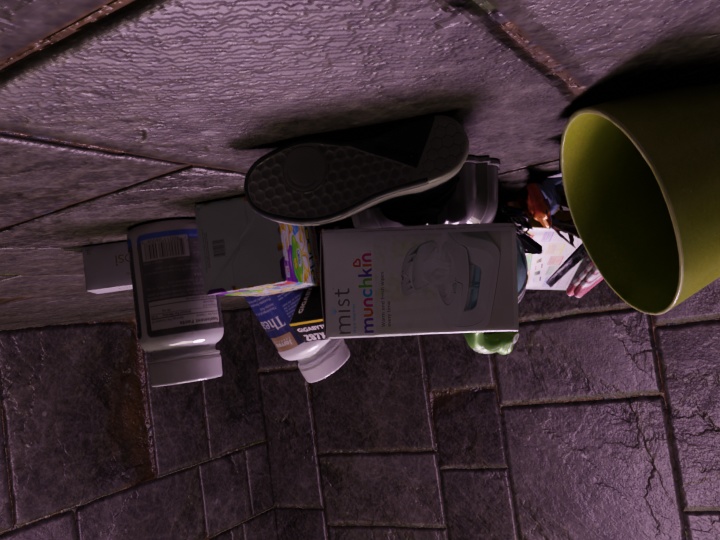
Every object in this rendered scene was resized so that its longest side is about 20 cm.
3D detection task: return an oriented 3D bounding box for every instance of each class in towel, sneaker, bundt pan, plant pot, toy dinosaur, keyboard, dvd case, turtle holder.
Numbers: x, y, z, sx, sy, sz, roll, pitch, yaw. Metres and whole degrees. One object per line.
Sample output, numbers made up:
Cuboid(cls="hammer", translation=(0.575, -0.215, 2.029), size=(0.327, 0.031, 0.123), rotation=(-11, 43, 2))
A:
Cuboid(cls="towel", translation=(0.360, -0.057, 0.973), size=(0.145, 0.030, 0.203), rotation=(-23, 147, -52))
Cuboid(cls="sneaker", translation=(0.000, -0.076, 0.673), size=(0.196, 0.079, 0.146), rotation=(-10, 173, 3))
Cuboid(cls="bundt pan", translation=(0.079, -0.075, 0.874), size=(0.196, 0.078, 0.202), rotation=(-9, 176, -1))
Cuboid(cls="plant pot", translation=(0.311, -0.089, 0.638), size=(0.196, 0.191, 0.187), rotation=(-23, 177, -5))
Cuboid(cls="toy dinosaur", translation=(0.255, -0.083, 1.002), size=(0.179, 0.108, 0.197), rotation=(10, 171, -43))
Cuboid(cls="keyboard", translation=(0.204, -0.077, 1.050), size=(0.198, 0.041, 0.103), rotation=(28, 167, -40))
Cuboid(cls="dvd case", translation=(0.360, -0.066, 1.051), size=(0.199, 0.016, 0.149), rotation=(-43, 169, -13))
Cuboid(cls="turtle holder", translation=(0.176, 0.017, 1.003), size=(0.129, 0.188, 0.141), rotation=(-18, 160, -32))

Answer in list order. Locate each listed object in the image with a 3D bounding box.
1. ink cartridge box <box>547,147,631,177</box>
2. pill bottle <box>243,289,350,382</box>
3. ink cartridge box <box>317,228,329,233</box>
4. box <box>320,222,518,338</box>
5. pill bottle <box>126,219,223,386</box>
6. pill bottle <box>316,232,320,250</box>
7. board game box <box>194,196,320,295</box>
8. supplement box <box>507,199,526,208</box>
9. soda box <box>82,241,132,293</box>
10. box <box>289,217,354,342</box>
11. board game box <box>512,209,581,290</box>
Cuboid(cls="ink cartridge box", translation=(0.299, -0.132, 0.817), size=(0.098, 0.040, 0.197), rotation=(-12, 176, 42))
Cuboid(cls="pill bottle", translation=(-0.098, 0.063, 1.090), size=(0.109, 0.203, 0.111), rotation=(-29, -169, 6))
Cuboid(cls="ink cartridge box", translation=(0.011, -0.052, 1.264), size=(0.160, 0.059, 0.198), rotation=(-12, 179, 39))
Cuboid(cls="box", translation=(0.047, 0.004, 0.705), size=(0.171, 0.100, 0.200), rotation=(-3, -178, -3))
Cuboid(cls="pill bottle", translation=(-0.239, 0.043, 0.941), size=(0.110, 0.206, 0.114), rotation=(-8, 176, 0))
Cuboid(cls="pill bottle", translation=(-0.059, -0.004, 1.181), size=(0.194, 0.119, 0.116), rotation=(-5, 177, 14))
Cuboid(cls="board game box", translation=(-0.122, -0.027, 0.914), size=(0.100, 0.108, 0.200), rotation=(-9, 177, 8))
Cuboid(cls="supplement box", translation=(0.272, -0.078, 1.291), size=(0.065, 0.071, 0.200), rotation=(-9, 172, -8))
Cuboid(cls="soda box", translation=(-0.297, -0.012, 1.050), size=(0.194, 0.066, 0.068), rotation=(-8, 176, -8))
Cuboid(cls="box", translation=(0.000, 0.000, 1.014), size=(0.157, 0.203, 0.050), rotation=(-10, 134, 36))
Cuboid(cls="board game box", translation=(0.270, -0.033, 1.183), size=(0.194, 0.041, 0.155), rotation=(2, 138, -9))
